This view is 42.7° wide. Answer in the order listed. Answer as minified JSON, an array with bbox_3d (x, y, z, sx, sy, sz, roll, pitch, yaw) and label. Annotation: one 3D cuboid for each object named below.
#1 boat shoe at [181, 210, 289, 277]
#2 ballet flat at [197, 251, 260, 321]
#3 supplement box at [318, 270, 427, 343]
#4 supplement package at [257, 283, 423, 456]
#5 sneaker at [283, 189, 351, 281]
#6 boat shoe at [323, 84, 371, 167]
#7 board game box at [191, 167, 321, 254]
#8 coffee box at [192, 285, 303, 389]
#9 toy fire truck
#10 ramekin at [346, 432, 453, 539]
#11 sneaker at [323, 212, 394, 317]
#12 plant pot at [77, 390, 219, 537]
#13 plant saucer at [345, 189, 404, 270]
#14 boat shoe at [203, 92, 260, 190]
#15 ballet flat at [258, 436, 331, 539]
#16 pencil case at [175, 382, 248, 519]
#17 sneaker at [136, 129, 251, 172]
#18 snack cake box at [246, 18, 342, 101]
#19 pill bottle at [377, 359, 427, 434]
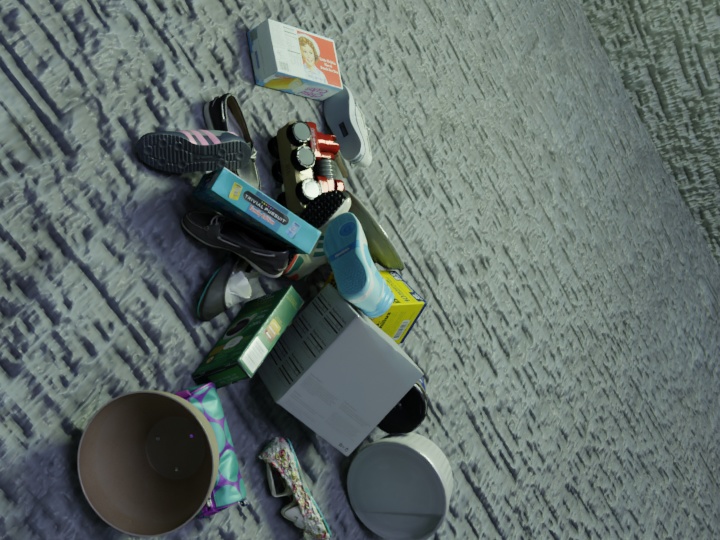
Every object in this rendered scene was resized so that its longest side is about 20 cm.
[{"bbox_3d":[-0.210,-0.061,1.577,0.199,0.057,0.067,29,39,0],"label":"boat shoe"},{"bbox_3d":[-0.214,0.009,1.594,0.068,0.068,0.201,81,24,-46],"label":"ballet flat"},{"bbox_3d":[0.016,0.074,1.790,0.199,0.110,0.109,-1,38,-51],"label":"supplement box"},{"bbox_3d":[-0.039,0.173,1.612,0.200,0.147,0.191,-47,122,1],"label":"supplement package"},{"bbox_3d":[-0.078,-0.062,1.729,0.093,0.200,0.070,31,12,-48],"label":"sneaker"},{"bbox_3d":[-0.015,-0.303,1.956,0.086,0.074,0.203,28,35,-53],"label":"boat shoe"},{"bbox_3d":[-0.181,-0.099,1.586,0.199,0.151,0.047,33,79,-20],"label":"board game box"},{"bbox_3d":[-0.186,0.113,1.553,0.044,0.122,0.200,53,40,-19],"label":"coffee box"},{"bbox_3d":[-0.076,-0.194,1.825,0.199,0.128,0.178,-2,76,-37],"label":"toy fire truck"},{"bbox_3d":[0.081,0.394,1.710,0.094,0.201,0.204,-30,99,-63],"label":"ramekin"},{"bbox_3d":[0.000,0.000,1.642,0.131,0.079,0.201,47,25,-46],"label":"sneaker"},{"bbox_3d":[-0.288,0.269,1.337,0.134,0.199,0.202,8,65,-81],"label":"plant pot"},{"bbox_3d":[0.012,-0.069,1.865,0.050,0.200,0.201,-37,110,-4],"label":"plant saucer"},{"bbox_3d":[-0.225,-0.227,1.695,0.074,0.060,0.202,-17,89,-52],"label":"boat shoe"},{"bbox_3d":[-0.118,0.384,1.582,0.064,0.076,0.201,-25,90,-21],"label":"ballet flat"},{"bbox_3d":[-0.242,0.281,1.445,0.092,0.084,0.202,3,70,-80],"label":"pencil case"},{"bbox_3d":[-0.294,-0.212,1.597,0.198,0.082,0.071,2,116,-27],"label":"sneaker"},{"bbox_3d":[-0.132,-0.429,1.886,0.199,0.067,0.116,3,71,-50],"label":"snack cake box"},{"bbox_3d":[0.069,0.228,1.768,0.112,0.111,0.200,62,7,-11],"label":"pill bottle"}]
